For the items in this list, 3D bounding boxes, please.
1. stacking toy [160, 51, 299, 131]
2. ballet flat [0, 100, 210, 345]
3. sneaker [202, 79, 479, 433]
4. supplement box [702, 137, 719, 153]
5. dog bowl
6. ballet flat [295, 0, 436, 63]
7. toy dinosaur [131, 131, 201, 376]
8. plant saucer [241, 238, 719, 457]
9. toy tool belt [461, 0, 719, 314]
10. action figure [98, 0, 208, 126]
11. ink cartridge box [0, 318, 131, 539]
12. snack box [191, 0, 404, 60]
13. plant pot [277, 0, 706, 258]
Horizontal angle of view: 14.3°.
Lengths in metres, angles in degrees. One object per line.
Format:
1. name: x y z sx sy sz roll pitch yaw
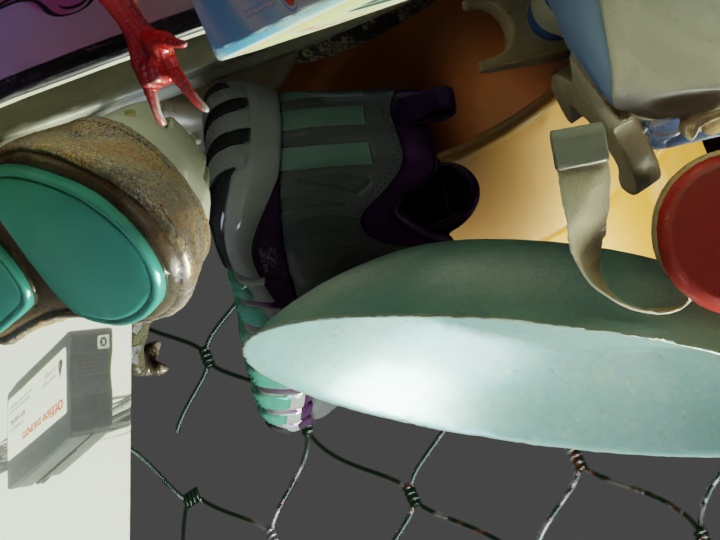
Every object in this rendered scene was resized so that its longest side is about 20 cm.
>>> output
1. stacking toy: -0.083 -0.088 1.048 0.085 0.085 0.200 -20 -175 -15
2. ballet flat: -0.086 -0.020 0.888 0.067 0.068 0.200 -41 -164 -25
3. sneaker: 0.000 0.000 0.990 0.087 0.074 0.200 -6 155 2
4. supplement box: 0.210 -0.102 0.929 0.133 0.200 0.197 -10 165 -36
5. dog bowl: -0.072 -0.089 0.839 0.200 0.074 0.200 -19 180 0
6. ballet flat: 0.035 -0.143 1.038 0.200 0.068 0.075 -25 158 12
7. toy dinosaur: -0.104 -0.014 1.179 0.077 0.200 0.102 24 176 30
8. plant saucer: 0.063 0.022 0.925 0.201 0.039 0.201 7 168 1
9. toy tool belt: 0.094 -0.085 0.869 0.125 0.200 0.123 -11 178 0
10. action figure: -0.121 -0.060 0.721 0.200 0.099 0.065 -23 178 31
11. ink cartridge box: -0.165 0.031 1.128 0.145 0.200 0.084 19 -154 38
12. snack box: 0.064 -0.106 0.718 0.200 0.037 0.116 -21 -177 -24
13. plant pot: 0.071 -0.043 1.124 0.200 0.183 0.200 -22 -143 18
